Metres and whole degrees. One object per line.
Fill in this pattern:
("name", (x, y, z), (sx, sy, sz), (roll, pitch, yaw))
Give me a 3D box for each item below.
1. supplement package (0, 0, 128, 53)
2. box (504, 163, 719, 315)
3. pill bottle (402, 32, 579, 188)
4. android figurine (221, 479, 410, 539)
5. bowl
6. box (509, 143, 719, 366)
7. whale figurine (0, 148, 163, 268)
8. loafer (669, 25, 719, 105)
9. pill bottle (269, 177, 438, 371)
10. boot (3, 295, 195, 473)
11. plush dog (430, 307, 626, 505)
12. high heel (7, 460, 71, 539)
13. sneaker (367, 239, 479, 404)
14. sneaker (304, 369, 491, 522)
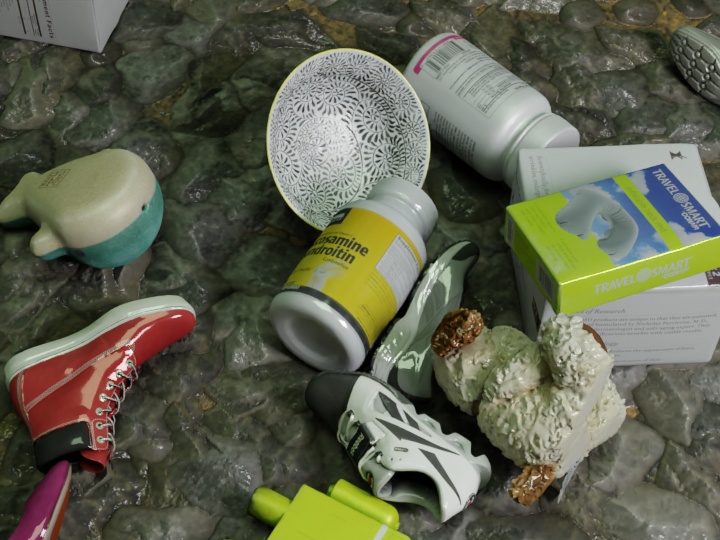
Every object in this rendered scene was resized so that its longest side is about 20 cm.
("supplement package", (-0.404, -0.371, 1.600), (0.197, 0.121, 0.122), (10, 50, 6))
("box", (0.251, -0.034, 1.219), (0.197, 0.048, 0.122), (-16, 44, -13))
("pill bottle", (0.147, -0.175, 1.464), (0.113, 0.114, 0.200), (-34, 60, -26))
("android figurine", (-0.028, 0.273, 1.144), (0.198, 0.041, 0.183), (23, 54, 16))
("bowl", (-0.029, -0.138, 1.420), (0.198, 0.094, 0.204), (0, 90, -26))
("box", (0.264, -0.016, 1.328), (0.197, 0.132, 0.201), (-2, 51, -3))
("whale figurine", (-0.301, -0.061, 1.385), (0.198, 0.104, 0.160), (2, 47, 32))
("loafer", (0.462, -0.232, 1.552), (0.069, 0.070, 0.200), (-31, 66, -30))
("pill bottle", (0.000, 0.000, 1.314), (0.111, 0.113, 0.201), (24, 57, 17))
("boot", (-0.235, 0.117, 1.247), (0.198, 0.073, 0.145), (-26, 56, -11))
("plush dog", (0.140, 0.114, 1.209), (0.171, 0.200, 0.161), (34, 79, 30))
("high heel", (-0.329, 0.248, 1.134), (0.095, 0.068, 0.202), (19, 56, 0))
("sneaker", (0.078, 0.054, 1.312), (0.079, 0.074, 0.201), (28, 60, 6))
("sneaker", (0.020, 0.165, 1.202), (0.198, 0.075, 0.088), (28, 41, 20))
